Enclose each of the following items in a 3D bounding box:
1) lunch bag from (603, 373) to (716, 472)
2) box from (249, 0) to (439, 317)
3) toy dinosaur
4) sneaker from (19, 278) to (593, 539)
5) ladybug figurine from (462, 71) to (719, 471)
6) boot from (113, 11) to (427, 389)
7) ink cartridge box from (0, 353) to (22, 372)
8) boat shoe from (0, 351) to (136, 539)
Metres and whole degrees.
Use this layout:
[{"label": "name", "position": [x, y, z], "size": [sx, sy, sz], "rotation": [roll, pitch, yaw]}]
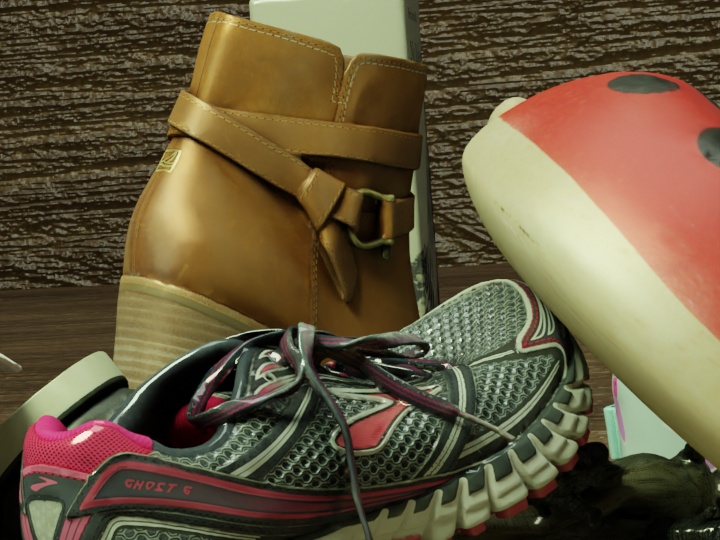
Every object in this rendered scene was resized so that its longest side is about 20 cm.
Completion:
[{"label": "lunch bag", "position": [0.177, 0.040, 1.025], "size": [0.160, 0.077, 0.200], "rotation": [-3, 3, 22]}, {"label": "box", "position": [-0.004, -0.018, 1.214], "size": [0.068, 0.201, 0.082], "rotation": [-3, 2, 6]}, {"label": "toy dinosaur", "position": [0.072, 0.070, 0.861], "size": [0.200, 0.048, 0.088], "rotation": [-2, -1, -23]}, {"label": "sneaker", "position": [-0.008, 0.044, 0.767], "size": [0.081, 0.075, 0.200], "rotation": [-3, 18, 40]}, {"label": "ladybug figurine", "position": [0.111, 0.008, 0.820], "size": [0.200, 0.072, 0.136], "rotation": [44, 12, 23]}, {"label": "boot", "position": [0.000, 0.000, 1.041], "size": [0.200, 0.156, 0.077], "rotation": [16, -7, -32]}, {"label": "ink cartridge box", "position": [-0.202, 0.033, 0.781], "size": [0.200, 0.126, 0.129], "rotation": [-19, 6, -16]}, {"label": "boat shoe", "position": [-0.078, 0.075, 0.882], "size": [0.074, 0.063, 0.201], "rotation": [-43, -4, -9]}]
